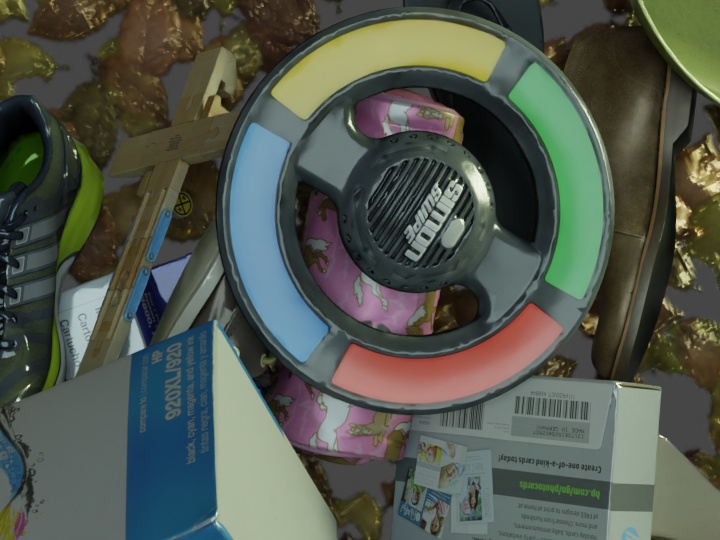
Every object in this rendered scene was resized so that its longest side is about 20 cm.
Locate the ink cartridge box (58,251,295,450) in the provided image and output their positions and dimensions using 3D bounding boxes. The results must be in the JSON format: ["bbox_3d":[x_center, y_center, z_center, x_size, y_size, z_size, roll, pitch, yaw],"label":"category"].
[{"bbox_3d":[-0.135,0.107,0.977,0.199,0.041,0.201,-20,88,-5],"label":"ink cartridge box"}]

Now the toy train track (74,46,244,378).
[{"bbox_3d":[-0.099,-0.022,0.952,0.032,0.114,0.201,33,64,-34],"label":"toy train track"}]

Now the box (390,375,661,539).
[{"bbox_3d":[0.077,0.154,0.937,0.041,0.155,0.202,9,84,-41],"label":"box"}]

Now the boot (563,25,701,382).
[{"bbox_3d":[0.138,-0.036,0.998,0.075,0.074,0.202,7,79,11],"label":"boot"}]

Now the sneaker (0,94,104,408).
[{"bbox_3d":[-0.186,0.000,0.925,0.073,0.081,0.201,-2,59,12],"label":"sneaker"}]

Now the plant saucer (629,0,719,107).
[{"bbox_3d":[0.209,-0.168,0.989,0.199,0.031,0.202,9,72,-29],"label":"plant saucer"}]

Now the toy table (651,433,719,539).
[{"bbox_3d":[0.192,0.170,0.941,0.116,0.184,0.201,-2,69,-20],"label":"toy table"}]

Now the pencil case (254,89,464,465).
[{"bbox_3d":[0.000,0.000,0.962,0.086,0.083,0.202,12,93,-5],"label":"pencil case"}]

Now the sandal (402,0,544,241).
[{"bbox_3d":[0.069,-0.096,1.001,0.075,0.043,0.202,-8,87,-5],"label":"sandal"}]

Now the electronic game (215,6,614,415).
[{"bbox_3d":[0.028,-0.029,0.901,0.198,0.042,0.202,0,93,-7],"label":"electronic game"}]

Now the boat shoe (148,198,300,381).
[{"bbox_3d":[-0.079,0.045,0.936,0.059,0.072,0.201,29,82,-12],"label":"boat shoe"}]

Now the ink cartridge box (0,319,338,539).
[{"bbox_3d":[-0.123,0.150,0.834,0.199,0.145,0.148,-22,124,9],"label":"ink cartridge box"}]
